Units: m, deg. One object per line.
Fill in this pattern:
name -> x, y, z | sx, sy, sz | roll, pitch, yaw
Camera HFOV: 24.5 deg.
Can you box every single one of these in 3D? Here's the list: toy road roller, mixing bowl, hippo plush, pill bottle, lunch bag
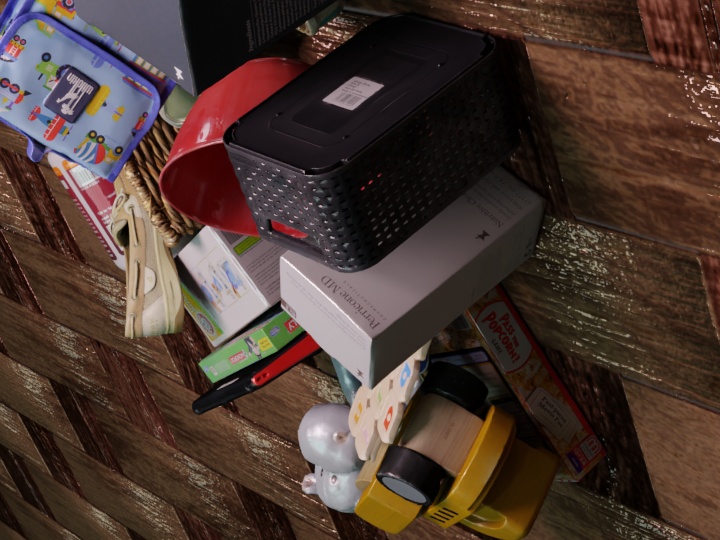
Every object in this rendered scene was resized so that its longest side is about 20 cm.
toy road roller -> 0.089, 0.183, 1.503 | 0.146, 0.123, 0.200 | 30, 159, -2
mixing bowl -> -0.074, -0.117, 1.457 | 0.200, 0.199, 0.109 | 127, 147, -63
hippo plush -> 0.000, 0.165, 1.681 | 0.159, 0.161, 0.201 | 19, 139, 47
pill bottle -> -0.248, -0.073, 1.834 | 0.200, 0.113, 0.113 | 59, 153, -13
lunch bag -> -0.241, -0.186, 1.443 | 0.150, 0.200, 0.094 | 30, 180, -25

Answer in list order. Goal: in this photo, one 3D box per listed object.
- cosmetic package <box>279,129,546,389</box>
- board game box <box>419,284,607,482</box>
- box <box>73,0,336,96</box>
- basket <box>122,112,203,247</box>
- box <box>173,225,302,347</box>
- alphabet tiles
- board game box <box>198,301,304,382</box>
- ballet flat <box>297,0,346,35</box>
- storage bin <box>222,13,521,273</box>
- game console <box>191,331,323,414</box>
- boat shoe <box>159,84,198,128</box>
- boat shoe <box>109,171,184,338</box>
cosmetic package -> 0.041, -0.012, 1.349 | 0.113, 0.200, 0.081 | 40, 152, 22
board game box -> 0.121, 0.106, 1.542 | 0.200, 0.046, 0.151 | 57, 153, -11
box -> -0.109, -0.254, 1.286 | 0.148, 0.200, 0.107 | 35, 150, 29
basket -> -0.210, -0.139, 1.651 | 0.143, 0.149, 0.200 | 1, 126, 57
box -> -0.113, -0.010, 1.696 | 0.102, 0.112, 0.200 | 53, 154, -1
alphabet tiles -> 0.033, 0.067, 1.493 | 0.015, 0.201, 0.196 | 17, -165, -13
board game box -> -0.078, 0.051, 1.695 | 0.029, 0.134, 0.200 | 53, 154, -4
ballet flat -> -0.104, -0.250, 1.398 | 0.199, 0.062, 0.068 | 23, 156, 28
storage bin -> 0.011, -0.103, 1.281 | 0.135, 0.200, 0.094 | 23, 142, 44
game console -> -0.072, 0.085, 1.679 | 0.031, 0.177, 0.200 | 55, 154, -3
boat shoe -> -0.139, -0.190, 1.500 | 0.072, 0.062, 0.200 | 32, 136, -9
boat shoe -> -0.232, -0.023, 1.706 | 0.073, 0.063, 0.201 | 113, 144, -61
